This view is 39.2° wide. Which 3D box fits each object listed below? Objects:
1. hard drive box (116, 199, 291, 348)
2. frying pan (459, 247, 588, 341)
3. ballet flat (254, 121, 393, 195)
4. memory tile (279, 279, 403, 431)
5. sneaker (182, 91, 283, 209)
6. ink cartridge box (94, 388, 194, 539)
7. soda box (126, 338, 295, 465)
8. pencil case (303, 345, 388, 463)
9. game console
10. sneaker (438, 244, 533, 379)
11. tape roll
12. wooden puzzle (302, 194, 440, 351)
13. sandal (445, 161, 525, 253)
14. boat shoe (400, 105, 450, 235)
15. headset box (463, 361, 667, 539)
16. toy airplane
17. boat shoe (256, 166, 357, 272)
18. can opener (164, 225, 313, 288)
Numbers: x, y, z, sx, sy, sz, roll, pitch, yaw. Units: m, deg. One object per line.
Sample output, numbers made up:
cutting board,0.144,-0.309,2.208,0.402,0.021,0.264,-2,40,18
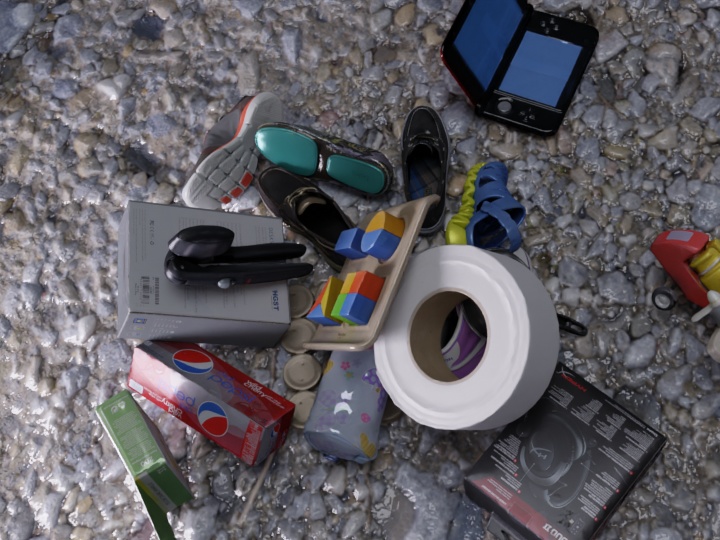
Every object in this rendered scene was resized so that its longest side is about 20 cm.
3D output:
hard drive box,-0.195,0.007,1.251,0.200,0.077,0.156,6,59,-22
frying pan,0.192,0.053,1.191,0.190,0.031,0.115,43,64,-16
ballet flat,-0.045,-0.156,1.376,0.200,0.072,0.072,21,67,12
memory tile,-0.025,0.101,1.264,0.153,0.017,0.200,-8,62,2
sneaker,-0.186,-0.165,1.402,0.082,0.077,0.200,16,61,43
ink cartridge box,-0.222,0.247,1.137,0.048,0.146,0.200,-31,64,-11
soda box,-0.181,0.150,1.215,0.200,0.064,0.070,29,29,19
pencil case,0.003,0.125,1.193,0.091,0.083,0.200,17,65,5
game console,0.224,-0.312,1.393,0.172,0.119,0.200,21,67,16
sneaker,0.145,0.033,1.219,0.073,0.114,0.201,9,61,35
tape roll,0.112,0.075,1.107,0.202,0.071,0.203,-6,80,36
wooden puzzle,0.000,0.000,1.171,0.046,0.185,0.200,31,76,-17
sandal,0.168,-0.070,1.269,0.087,0.080,0.200,-2,38,20
boat shoe,0.084,-0.147,1.352,0.070,0.066,0.200,2,63,7
headset box,0.222,0.229,1.137,0.149,0.077,0.200,35,72,22
toy airplane,0.458,0.024,1.179,0.199,0.141,0.200,3,46,-15
boat shoe,-0.062,-0.081,1.329,0.200,0.073,0.074,39,73,22
can opener,-0.142,-0.008,1.202,0.200,0.079,0.064,5,66,-38
